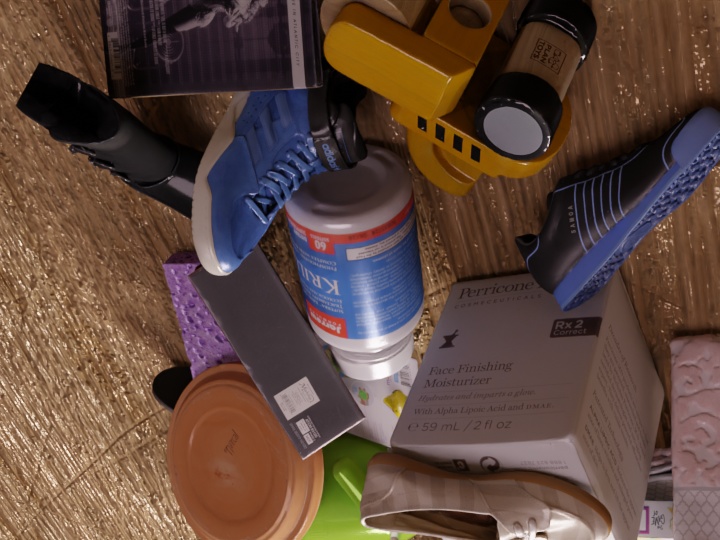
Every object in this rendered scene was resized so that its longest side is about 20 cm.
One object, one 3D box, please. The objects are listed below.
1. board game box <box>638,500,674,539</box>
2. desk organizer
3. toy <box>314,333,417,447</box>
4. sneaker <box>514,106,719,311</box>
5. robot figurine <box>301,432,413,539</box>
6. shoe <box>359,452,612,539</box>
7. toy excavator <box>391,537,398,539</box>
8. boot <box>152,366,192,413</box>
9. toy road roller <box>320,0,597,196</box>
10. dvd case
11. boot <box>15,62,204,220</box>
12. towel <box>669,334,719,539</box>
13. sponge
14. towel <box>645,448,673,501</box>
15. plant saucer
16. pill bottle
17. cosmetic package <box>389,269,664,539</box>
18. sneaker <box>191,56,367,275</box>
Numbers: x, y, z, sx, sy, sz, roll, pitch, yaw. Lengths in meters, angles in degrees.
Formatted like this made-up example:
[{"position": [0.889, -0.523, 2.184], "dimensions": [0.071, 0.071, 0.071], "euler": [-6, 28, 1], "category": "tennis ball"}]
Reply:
[{"position": [0.236, 0.250, 0.959], "dimensions": [0.197, 0.035, 0.135], "euler": [-5, 149, 25], "category": "board game box"}, {"position": [-0.080, 0.067, 0.978], "dimensions": [0.071, 0.077, 0.202], "euler": [-31, 99, -3], "category": "desk organizer"}, {"position": [-0.007, 0.112, 1.058], "dimensions": [0.198, 0.047, 0.117], "euler": [15, 124, 39], "category": "toy"}, {"position": [0.196, -0.060, 0.799], "dimensions": [0.078, 0.070, 0.201], "euler": [51, 123, 22], "category": "sneaker"}, {"position": [-0.008, 0.231, 1.093], "dimensions": [0.196, 0.118, 0.175], "euler": [-3, 177, -2], "category": "robot figurine"}, {"position": [0.092, 0.190, 0.795], "dimensions": [0.197, 0.054, 0.071], "euler": [7, 134, 21], "category": "shoe"}, {"position": [-0.058, 0.366, 1.275], "dimensions": [0.100, 0.195, 0.199], "euler": [53, 159, -25], "category": "toy excavator"}, {"position": [-0.171, 0.214, 1.226], "dimensions": [0.198, 0.070, 0.175], "euler": [28, 135, -2], "category": "boot"}, {"position": [0.062, -0.142, 0.756], "dimensions": [0.198, 0.124, 0.146], "euler": [29, 147, -2], "category": "toy road roller"}, {"position": [-0.122, -0.215, 0.806], "dimensions": [0.197, 0.016, 0.151], "euler": [2, 102, 26], "category": "dvd case"}, {"position": [-0.172, -0.100, 0.873], "dimensions": [0.162, 0.067, 0.200], "euler": [15, 169, 14], "category": "boot"}, {"position": [0.351, 0.145, 0.837], "dimensions": [0.197, 0.194, 0.032], "euler": [-2, 162, 27], "category": "towel"}, {"position": [-0.134, 0.077, 1.081], "dimensions": [0.110, 0.030, 0.203], "euler": [2, 117, 25], "category": "sponge"}, {"position": [0.280, 0.232, 1.002], "dimensions": [0.198, 0.033, 0.190], "euler": [-18, 138, 39], "category": "towel"}, {"position": [-0.125, 0.195, 1.053], "dimensions": [0.198, 0.032, 0.204], "euler": [1, 92, 33], "category": "plant saucer"}, {"position": [0.000, 0.000, 0.916], "dimensions": [0.110, 0.113, 0.202], "euler": [8, 133, 19], "category": "pill bottle"}, {"position": [0.152, 0.126, 0.893], "dimensions": [0.163, 0.201, 0.166], "euler": [-8, 127, 31], "category": "cosmetic package"}, {"position": [-0.055, -0.086, 0.809], "dimensions": [0.109, 0.203, 0.077], "euler": [6, 152, 21], "category": "sneaker"}]
